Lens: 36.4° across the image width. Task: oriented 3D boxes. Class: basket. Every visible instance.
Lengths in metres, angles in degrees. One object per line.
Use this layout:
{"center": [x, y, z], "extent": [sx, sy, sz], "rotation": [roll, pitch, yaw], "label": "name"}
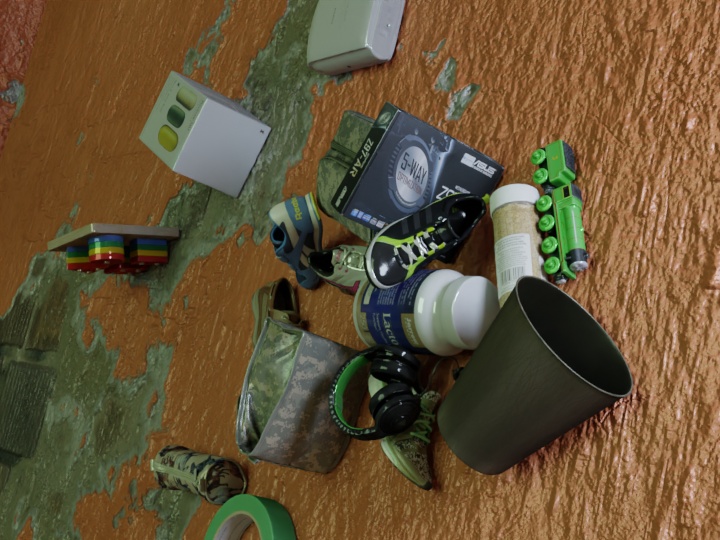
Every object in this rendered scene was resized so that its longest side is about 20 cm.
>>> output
{"center": [0.192, 0.140, 1.299], "extent": [0.181, 0.136, 0.201], "rotation": [47, 123, 15], "label": "basket"}

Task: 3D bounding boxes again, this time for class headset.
{"center": [0.054, 0.160, 1.454], "extent": [0.198, 0.094, 0.125], "rotation": [-17, 55, 26], "label": "headset"}

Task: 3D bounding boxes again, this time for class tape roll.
{"center": [-0.176, 0.450, 1.689], "extent": [0.200, 0.048, 0.203], "rotation": [-28, 52, 42], "label": "tape roll"}

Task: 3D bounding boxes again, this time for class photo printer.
{"center": [-0.014, -0.426, 1.883], "extent": [0.199, 0.069, 0.168], "rotation": [0, 73, 52], "label": "photo printer"}

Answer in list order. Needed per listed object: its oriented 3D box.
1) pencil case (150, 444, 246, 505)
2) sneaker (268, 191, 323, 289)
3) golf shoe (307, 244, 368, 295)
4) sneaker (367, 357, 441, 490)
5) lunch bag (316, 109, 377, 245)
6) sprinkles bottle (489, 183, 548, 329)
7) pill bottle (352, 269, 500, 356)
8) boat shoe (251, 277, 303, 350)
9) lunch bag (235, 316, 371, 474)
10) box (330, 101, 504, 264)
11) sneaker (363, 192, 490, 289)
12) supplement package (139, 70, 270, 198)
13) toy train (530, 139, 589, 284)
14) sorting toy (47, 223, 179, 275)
{"center": [-0.276, 0.340, 1.834], "extent": [0.199, 0.089, 0.079], "rotation": [-1, 73, 52], "label": "pencil case"}
{"center": [-0.104, -0.043, 1.740], "extent": [0.201, 0.081, 0.074], "rotation": [89, 163, -49], "label": "sneaker"}
{"center": [0.000, 0.000, 1.644], "extent": [0.199, 0.092, 0.073], "rotation": [-2, 69, 50], "label": "golf shoe"}
{"center": [0.072, 0.198, 1.481], "extent": [0.088, 0.077, 0.201], "rotation": [-34, 51, 22], "label": "sneaker"}
{"center": [0.028, -0.127, 1.631], "extent": [0.200, 0.138, 0.169], "rotation": [35, 103, 52], "label": "lunch bag"}
{"center": [0.205, -0.009, 1.405], "extent": [0.068, 0.068, 0.202], "rotation": [-27, 53, 42], "label": "sprinkles bottle"}
{"center": [0.090, 0.056, 1.481], "extent": [0.199, 0.115, 0.117], "rotation": [-2, 71, 52], "label": "pill bottle"}
{"center": [-0.131, 0.094, 1.781], "extent": [0.072, 0.075, 0.202], "rotation": [-41, 47, 29], "label": "boat shoe"}
{"center": [-0.089, 0.192, 1.603], "extent": [0.117, 0.163, 0.202], "rotation": [16, 85, 48], "label": "lunch bag"}
{"center": [0.080, -0.117, 1.505], "extent": [0.161, 0.199, 0.044], "rotation": [-59, 32, 11], "label": "box"}
{"center": [0.089, -0.050, 1.442], "extent": [0.199, 0.072, 0.083], "rotation": [-38, 9, -22], "label": "sneaker"}
{"center": [-0.301, -0.263, 2.101], "extent": [0.200, 0.150, 0.153], "rotation": [40, 104, 52], "label": "supplement package"}
{"center": [0.257, -0.077, 1.399], "extent": [0.056, 0.042, 0.202], "rotation": [-22, 56, 32], "label": "toy train"}
{"center": [-0.500, -0.038, 2.219], "extent": [0.199, 0.197, 0.071], "rotation": [-14, 78, 48], "label": "sorting toy"}
